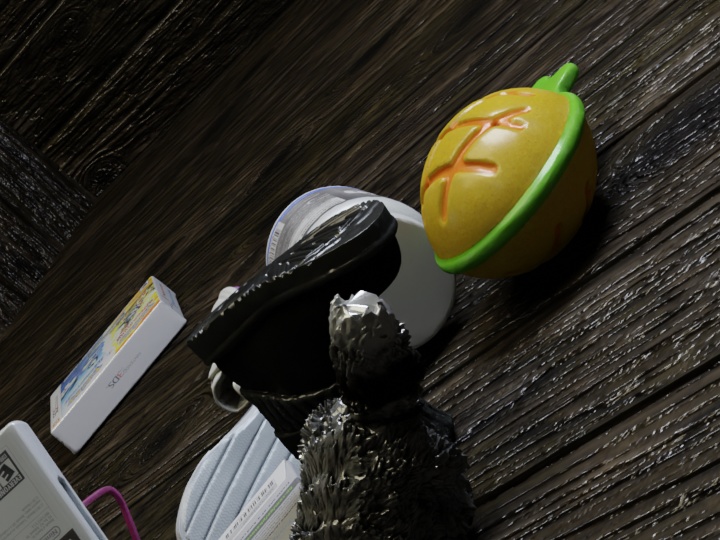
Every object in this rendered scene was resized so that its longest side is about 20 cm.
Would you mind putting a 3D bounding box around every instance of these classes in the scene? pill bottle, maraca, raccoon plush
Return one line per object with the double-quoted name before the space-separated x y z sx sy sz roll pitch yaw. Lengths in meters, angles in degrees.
"pill bottle" 0.000 0.000 1.303 0.114 0.114 0.200 -50 14 -3
"maraca" 0.099 -0.068 1.176 0.137 0.107 0.200 -40 16 27
"raccoon plush" -0.018 0.123 0.917 0.096 0.201 0.134 2 45 30

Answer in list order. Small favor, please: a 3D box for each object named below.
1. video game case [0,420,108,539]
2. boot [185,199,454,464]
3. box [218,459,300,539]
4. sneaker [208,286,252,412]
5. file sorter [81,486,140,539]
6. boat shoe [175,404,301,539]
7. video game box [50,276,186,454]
"video game case" -0.236 0.228 1.134 0.200 0.182 0.023 -41 -16 11
"boot" 0.000 0.056 1.059 0.079 0.158 0.211 -45 6 -33
"box" -0.068 0.211 1.111 0.156 0.041 0.200 -51 12 -1
"sneaker" -0.105 0.069 1.540 0.100 0.075 0.200 -51 13 -10
"file sorter" -0.246 0.246 1.229 0.199 0.140 0.125 -20 4 16
"boat shoe" -0.067 0.137 1.288 0.200 0.072 0.062 -55 -11 -35
"video game box" -0.289 0.107 2.107 0.200 0.047 0.182 -50 16 0
